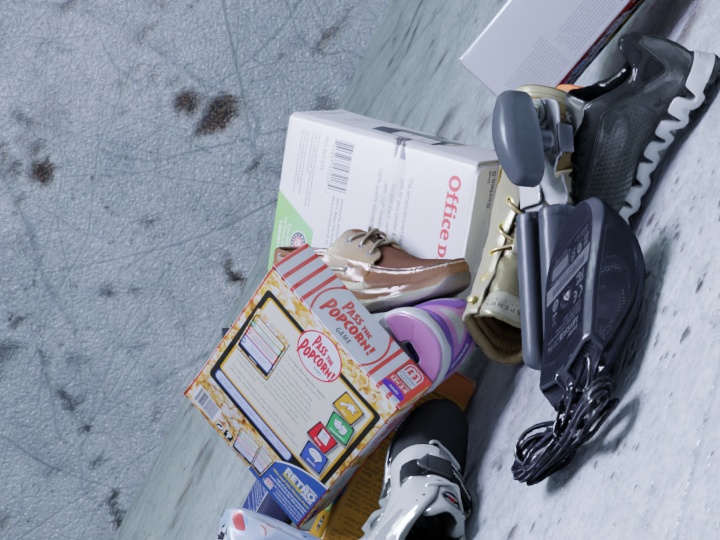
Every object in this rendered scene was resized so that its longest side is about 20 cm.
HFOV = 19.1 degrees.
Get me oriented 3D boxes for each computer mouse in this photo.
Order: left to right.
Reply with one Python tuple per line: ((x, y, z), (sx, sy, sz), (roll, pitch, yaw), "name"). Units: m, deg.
((0.159, 0.045, 1.465), (0.139, 0.052, 0.201), (126, 158, -57), "computer mouse")

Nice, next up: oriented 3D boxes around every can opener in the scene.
((0.122, -0.030, 1.555), (0.053, 0.066, 0.202), (-18, 71, 55), "can opener")

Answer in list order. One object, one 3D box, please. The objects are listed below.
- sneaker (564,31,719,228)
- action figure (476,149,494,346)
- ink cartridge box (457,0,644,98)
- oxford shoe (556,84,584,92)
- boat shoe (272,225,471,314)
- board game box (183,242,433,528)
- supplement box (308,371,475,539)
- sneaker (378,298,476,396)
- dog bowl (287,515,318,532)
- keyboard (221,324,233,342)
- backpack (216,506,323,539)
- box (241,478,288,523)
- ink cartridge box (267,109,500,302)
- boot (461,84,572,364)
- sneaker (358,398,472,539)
((0.180, -0.092, 1.590), (0.201, 0.090, 0.067), (-60, 8, 17), "sneaker")
((0.081, -0.041, 1.886), (0.192, 0.104, 0.201), (-5, 61, 41), "action figure")
((0.197, -0.241, 1.822), (0.200, 0.084, 0.176), (-50, -5, 29), "ink cartridge box")
((0.175, -0.098, 1.737), (0.200, 0.071, 0.073), (109, -177, -80), "oxford shoe")
((0.000, 0.000, 1.766), (0.076, 0.199, 0.072), (-7, -90, -56), "boat shoe")
((-0.046, 0.096, 1.721), (0.046, 0.152, 0.200), (-33, -12, -41), "board game box")
((0.023, 0.168, 1.811), (0.201, 0.068, 0.067), (-65, 7, -3), "supplement box")
((0.031, 0.080, 1.741), (0.088, 0.081, 0.200), (-30, -6, -42), "sneaker")
((0.000, 0.154, 1.937), (0.201, 0.073, 0.200), (-62, 6, 12), "dog bowl")
((-0.021, 0.055, 1.825), (0.127, 0.198, 0.021), (5, -96, -83), "keyboard")
((-0.075, 0.276, 1.702), (0.155, 0.199, 0.191), (-60, 2, -17), "backpack")
((-0.057, 0.160, 1.892), (0.201, 0.032, 0.121), (-62, 6, 3), "box")
((0.030, -0.046, 1.836), (0.084, 0.199, 0.147), (-8, -68, -54), "ink cartridge box")
((0.127, -0.033, 1.654), (0.201, 0.072, 0.156), (89, -161, -58), "boot")
((0.056, 0.178, 1.626), (0.088, 0.074, 0.201), (-24, 34, 46), "sneaker")
